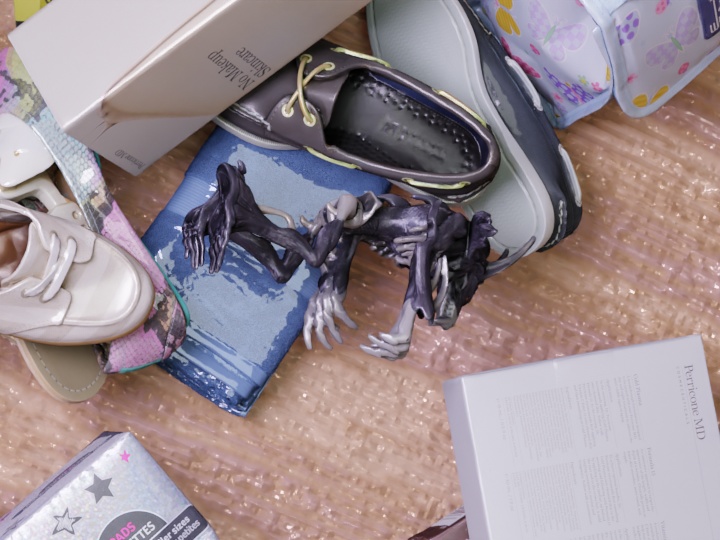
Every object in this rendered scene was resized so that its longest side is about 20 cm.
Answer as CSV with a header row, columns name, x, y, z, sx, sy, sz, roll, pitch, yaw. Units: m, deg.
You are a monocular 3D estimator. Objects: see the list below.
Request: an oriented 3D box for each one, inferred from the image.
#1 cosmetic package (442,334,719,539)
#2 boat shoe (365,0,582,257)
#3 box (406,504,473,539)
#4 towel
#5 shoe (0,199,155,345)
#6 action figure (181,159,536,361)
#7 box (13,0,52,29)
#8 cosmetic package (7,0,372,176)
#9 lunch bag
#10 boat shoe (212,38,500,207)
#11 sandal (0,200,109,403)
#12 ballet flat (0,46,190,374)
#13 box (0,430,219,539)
name,x,y,z,sx,sy,sz,roll,pitch,yaw
cosmetic package,0.139,0.148,1.369,0.149,0.052,0.202,-9,85,-12
boat shoe,0.069,-0.102,1.446,0.060,0.075,0.201,-19,85,-52
box,0.123,0.220,1.421,0.100,0.075,0.201,-31,89,-13
towel,-0.061,-0.024,1.419,0.111,0.049,0.201,34,80,-6
shoe,-0.205,-0.005,1.279,0.198,0.053,0.071,17,87,-12
action figure,0.000,0.000,1.349,0.198,0.119,0.103,12,82,-21
box,-0.161,-0.191,1.339,0.075,0.201,0.050,0,49,-5
cosmetic package,-0.082,-0.148,1.310,0.199,0.103,0.073,-37,68,10
lunch bag,0.172,-0.177,1.401,0.169,0.200,0.127,-40,93,-12
boat shoe,-0.012,-0.097,1.375,0.200,0.061,0.072,20,81,-2
sandal,-0.208,-0.008,1.387,0.077,0.069,0.213,1,64,-49
ballet flat,-0.170,-0.032,1.343,0.071,0.069,0.201,-28,87,-35
box,-0.177,0.194,1.332,0.200,0.132,0.115,-42,95,-12
